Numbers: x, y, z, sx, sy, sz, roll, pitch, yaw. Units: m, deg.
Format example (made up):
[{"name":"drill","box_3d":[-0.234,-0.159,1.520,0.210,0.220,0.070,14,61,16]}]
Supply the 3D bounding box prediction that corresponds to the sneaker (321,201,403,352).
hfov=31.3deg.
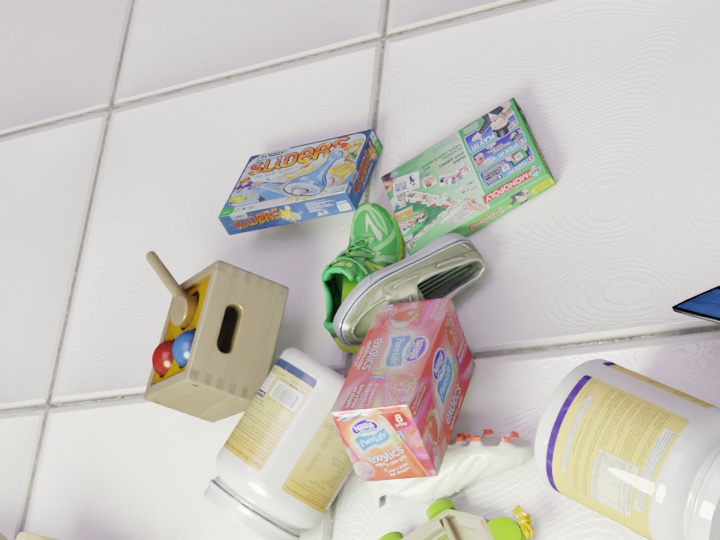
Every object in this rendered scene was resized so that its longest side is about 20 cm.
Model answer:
[{"name":"sneaker","box_3d":[0.000,0.000,1.595,0.074,0.084,0.201,-6,62,31]}]

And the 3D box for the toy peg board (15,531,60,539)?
[{"name":"toy peg board","box_3d":[-0.336,0.420,1.508,0.198,0.098,0.201,14,68,-4]}]

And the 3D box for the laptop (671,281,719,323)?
[{"name":"laptop","box_3d":[0.442,-0.009,1.302,0.177,0.103,0.201,16,75,37]}]

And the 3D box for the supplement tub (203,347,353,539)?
[{"name":"supplement tub","box_3d":[-0.078,0.207,1.492,0.144,0.144,0.200,28,82,39]}]

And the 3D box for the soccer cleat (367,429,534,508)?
[{"name":"soccer cleat","box_3d":[0.100,0.222,1.430,0.199,0.069,0.078,-9,89,22]}]

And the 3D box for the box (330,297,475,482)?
[{"name":"box","box_3d":[0.051,0.129,1.422,0.094,0.103,0.200,-9,29,24]}]

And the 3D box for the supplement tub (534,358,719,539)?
[{"name":"supplement tub","box_3d":[0.288,0.186,1.268,0.200,0.145,0.146,24,80,39]}]

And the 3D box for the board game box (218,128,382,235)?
[{"name":"board game box","box_3d":[-0.079,-0.117,1.712,0.199,0.035,0.136,-10,38,28]}]

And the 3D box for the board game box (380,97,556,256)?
[{"name":"board game box","box_3d":[0.131,-0.112,1.606,0.200,0.029,0.135,-30,54,16]}]

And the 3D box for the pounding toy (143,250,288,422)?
[{"name":"pounding toy","box_3d":[-0.201,0.068,1.620,0.184,0.142,0.201,-26,47,58]}]

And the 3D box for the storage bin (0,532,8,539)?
[{"name":"storage bin","box_3d":[-0.469,0.462,1.642,0.200,0.094,0.199,27,81,40]}]

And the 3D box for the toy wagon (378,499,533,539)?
[{"name":"toy wagon","box_3d":[0.106,0.324,1.380,0.200,0.040,0.155,-35,52,11]}]

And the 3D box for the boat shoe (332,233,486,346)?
[{"name":"boat shoe","box_3d":[0.058,0.026,1.528,0.200,0.072,0.062,-36,32,-5]}]
